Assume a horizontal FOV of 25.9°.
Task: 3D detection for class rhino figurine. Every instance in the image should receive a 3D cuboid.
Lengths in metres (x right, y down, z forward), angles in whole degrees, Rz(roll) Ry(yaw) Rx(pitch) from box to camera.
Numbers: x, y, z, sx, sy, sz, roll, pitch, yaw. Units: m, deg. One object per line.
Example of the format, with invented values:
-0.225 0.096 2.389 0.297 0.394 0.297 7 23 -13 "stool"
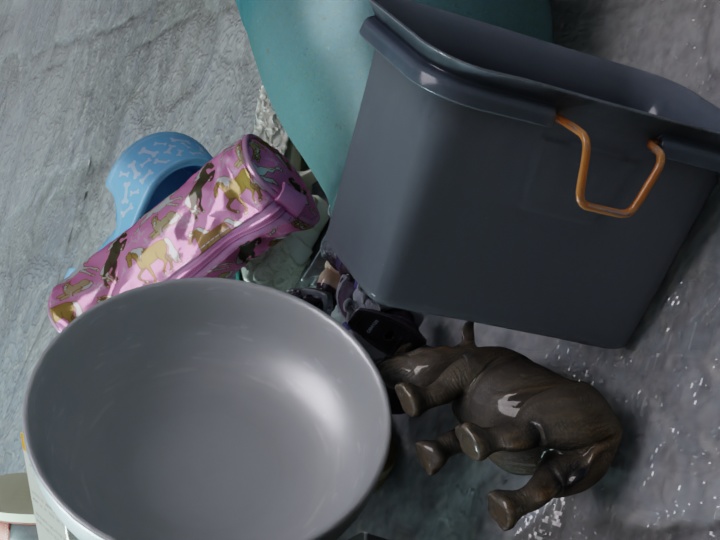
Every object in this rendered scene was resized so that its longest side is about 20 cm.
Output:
0.068 0.073 0.854 0.200 0.087 0.060 32 137 62 "rhino figurine"

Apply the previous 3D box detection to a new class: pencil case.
-0.123 -0.012 1.091 0.200 0.083 0.087 -38 68 14 "pencil case"

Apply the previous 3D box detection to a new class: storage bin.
0.086 -0.040 0.797 0.146 0.200 0.134 51 126 58 "storage bin"

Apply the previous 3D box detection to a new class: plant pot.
0.031 -0.124 0.952 0.200 0.200 0.188 -37 56 43 "plant pot"

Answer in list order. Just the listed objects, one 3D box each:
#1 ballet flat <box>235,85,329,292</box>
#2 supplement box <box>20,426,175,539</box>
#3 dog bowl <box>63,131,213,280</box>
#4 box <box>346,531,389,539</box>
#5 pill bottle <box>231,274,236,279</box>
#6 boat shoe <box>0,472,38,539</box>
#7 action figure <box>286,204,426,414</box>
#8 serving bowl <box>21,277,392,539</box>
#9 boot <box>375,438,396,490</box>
-0.052 -0.063 1.170 0.072 0.072 0.200 -33 45 46 "ballet flat"
-0.126 0.183 0.964 0.074 0.126 0.200 16 115 59 "supplement box"
-0.170 -0.014 1.292 0.050 0.111 0.200 28 94 47 "dog bowl"
-0.007 0.245 0.810 0.200 0.124 0.149 -37 41 45 "box"
-0.163 0.070 1.212 0.200 0.109 0.109 -53 32 23 "pill bottle"
-0.199 0.200 1.176 0.200 0.063 0.071 5 31 24 "boat shoe"
0.000 0.000 1.029 0.200 0.069 0.130 -105 35 -54 "action figure"
-0.084 0.097 0.868 0.066 0.200 0.200 97 168 -45 "serving bowl"
-0.068 0.134 1.037 0.200 0.072 0.155 29 119 33 "boot"
